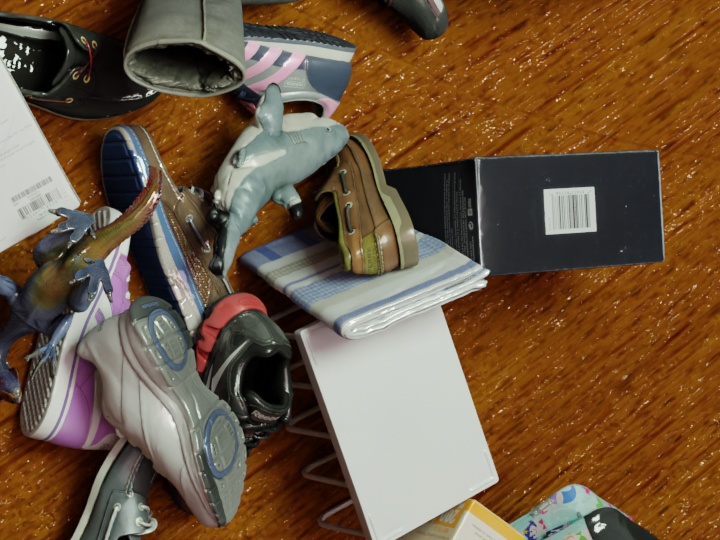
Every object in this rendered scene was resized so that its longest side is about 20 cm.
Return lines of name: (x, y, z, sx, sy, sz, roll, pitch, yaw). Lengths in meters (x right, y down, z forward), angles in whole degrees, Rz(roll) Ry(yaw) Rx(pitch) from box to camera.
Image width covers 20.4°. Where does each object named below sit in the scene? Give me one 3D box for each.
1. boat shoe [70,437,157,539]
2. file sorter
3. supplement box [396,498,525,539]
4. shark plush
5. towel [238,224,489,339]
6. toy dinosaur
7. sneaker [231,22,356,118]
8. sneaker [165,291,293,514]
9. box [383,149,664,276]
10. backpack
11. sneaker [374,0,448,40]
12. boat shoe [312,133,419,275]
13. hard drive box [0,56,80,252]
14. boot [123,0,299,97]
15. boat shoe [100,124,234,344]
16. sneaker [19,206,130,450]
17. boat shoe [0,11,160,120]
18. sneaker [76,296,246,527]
boat shoe: (-0.197, 0.213, 1.662, 0.201, 0.062, 0.073, -63, 160, -7)
file sorter: (0.006, 0.119, 1.759, 0.138, 0.124, 0.201, -25, 102, -28)
supplement box: (0.045, 0.300, 1.779, 0.073, 0.126, 0.201, 37, 72, -25)
shark plush: (-0.077, -0.076, 1.681, 0.083, 0.091, 0.200, 30, 38, -3)
towel: (0.000, 0.000, 1.713, 0.146, 0.200, 0.024, -22, 118, -23)
toy dinosaur: (-0.242, 0.031, 1.599, 0.199, 0.182, 0.105, -29, 79, -33)
sneaker: (-0.102, -0.173, 1.736, 0.199, 0.070, 0.082, 6, 109, -20)
sneaker: (-0.108, 0.125, 1.687, 0.071, 0.098, 0.201, 4, 110, -42)
box: (0.141, -0.050, 1.803, 0.199, 0.182, 0.105, -4, 92, -29)
backpack: (0.188, 0.304, 1.829, 0.200, 0.151, 0.177, -41, 138, 14)
sneaker: (-0.020, -0.259, 1.784, 0.116, 0.076, 0.200, -45, 100, -16)
boat shoe: (-0.010, -0.061, 1.724, 0.068, 0.200, 0.072, -14, 118, -9)
hard drive box: (-0.336, -0.104, 1.555, 0.155, 0.077, 0.201, -31, 117, -11)
boot: (-0.105, -0.214, 1.643, 0.181, 0.200, 0.073, -4, 119, -5)
boat shoe: (-0.161, -0.039, 1.704, 0.072, 0.072, 0.201, -29, 113, -31)
sneaker: (-0.207, 0.053, 1.676, 0.114, 0.073, 0.202, 16, 92, -32)
boat shoe: (-0.249, -0.169, 1.655, 0.200, 0.063, 0.074, 8, 84, -30)
sneaker: (-0.158, 0.119, 1.622, 0.201, 0.087, 0.074, 66, 29, -8)
